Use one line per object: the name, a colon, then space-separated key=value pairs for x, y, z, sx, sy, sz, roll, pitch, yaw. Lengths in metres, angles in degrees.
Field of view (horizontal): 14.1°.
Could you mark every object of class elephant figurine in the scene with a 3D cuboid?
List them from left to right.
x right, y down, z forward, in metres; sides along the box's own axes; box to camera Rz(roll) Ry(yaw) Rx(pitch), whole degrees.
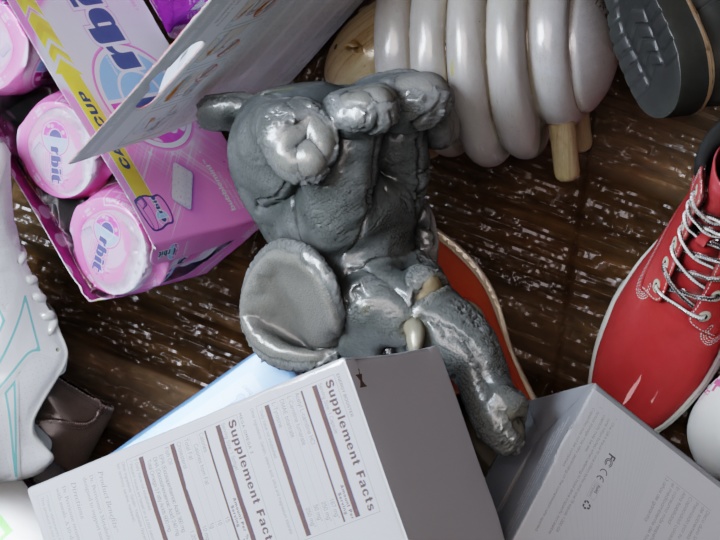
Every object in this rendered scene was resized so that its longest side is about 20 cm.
elephant figurine: x=0.000 y=0.000 z=1.555 sx=0.141 sy=0.155 sz=0.201 roll=-11 pitch=100 yaw=-4

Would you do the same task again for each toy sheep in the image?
toy sheep: x=0.076 y=-0.119 z=1.634 sx=0.199 sy=0.138 sz=0.139 roll=-4 pitch=84 yaw=11

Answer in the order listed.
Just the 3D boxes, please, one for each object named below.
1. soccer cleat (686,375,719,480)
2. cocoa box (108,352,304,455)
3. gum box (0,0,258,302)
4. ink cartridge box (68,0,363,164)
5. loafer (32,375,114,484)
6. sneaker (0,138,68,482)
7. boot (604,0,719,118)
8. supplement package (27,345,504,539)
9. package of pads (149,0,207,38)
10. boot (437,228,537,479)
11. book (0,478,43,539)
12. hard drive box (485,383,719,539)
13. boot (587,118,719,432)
soccer cleat: x=0.234 y=0.072 z=1.561 sx=0.200 sy=0.086 sz=0.070 roll=-25 pitch=83 yaw=47
cocoa box: x=-0.035 y=0.159 z=1.624 sx=0.133 sy=0.131 sz=0.201 roll=-34 pitch=79 yaw=6
gum box: x=-0.147 y=-0.079 z=1.672 sx=0.066 sy=0.113 sz=0.201 roll=-39 pitch=77 yaw=33
ink cartridge box: x=-0.068 y=-0.141 z=1.599 sx=0.047 sy=0.200 sz=0.160 roll=54 pitch=130 yaw=10
loafer: x=-0.218 y=0.036 z=1.709 sx=0.071 sy=0.073 sz=0.200 roll=-41 pitch=88 yaw=0
sneaker: x=-0.203 y=0.023 z=1.642 sx=0.080 sy=0.070 sz=0.202 roll=4 pitch=99 yaw=-5
boot: x=0.193 y=-0.185 z=1.596 sx=0.138 sy=0.077 sz=0.201 roll=-9 pitch=80 yaw=-26
supplement package: x=-0.048 y=0.125 z=1.480 sx=0.199 sy=0.114 sz=0.110 roll=-23 pitch=82 yaw=27
package of pads: x=-0.120 y=-0.242 z=1.686 sx=0.075 sy=0.121 sz=0.201 roll=-25 pitch=80 yaw=-8
boot: x=0.048 y=0.047 z=1.634 sx=0.075 sy=0.107 sz=0.201 roll=-34 pitch=77 yaw=9
book: x=-0.274 y=0.131 z=1.723 sx=0.133 sy=0.048 sz=0.200 roll=-41 pitch=77 yaw=1
hard drive box: x=0.146 y=0.183 z=1.545 sx=0.200 sy=0.077 sz=0.156 roll=38 pitch=66 yaw=-16
boot: x=0.180 y=-0.002 z=1.592 sx=0.072 sy=0.144 sz=0.201 roll=30 pitch=91 yaw=12
